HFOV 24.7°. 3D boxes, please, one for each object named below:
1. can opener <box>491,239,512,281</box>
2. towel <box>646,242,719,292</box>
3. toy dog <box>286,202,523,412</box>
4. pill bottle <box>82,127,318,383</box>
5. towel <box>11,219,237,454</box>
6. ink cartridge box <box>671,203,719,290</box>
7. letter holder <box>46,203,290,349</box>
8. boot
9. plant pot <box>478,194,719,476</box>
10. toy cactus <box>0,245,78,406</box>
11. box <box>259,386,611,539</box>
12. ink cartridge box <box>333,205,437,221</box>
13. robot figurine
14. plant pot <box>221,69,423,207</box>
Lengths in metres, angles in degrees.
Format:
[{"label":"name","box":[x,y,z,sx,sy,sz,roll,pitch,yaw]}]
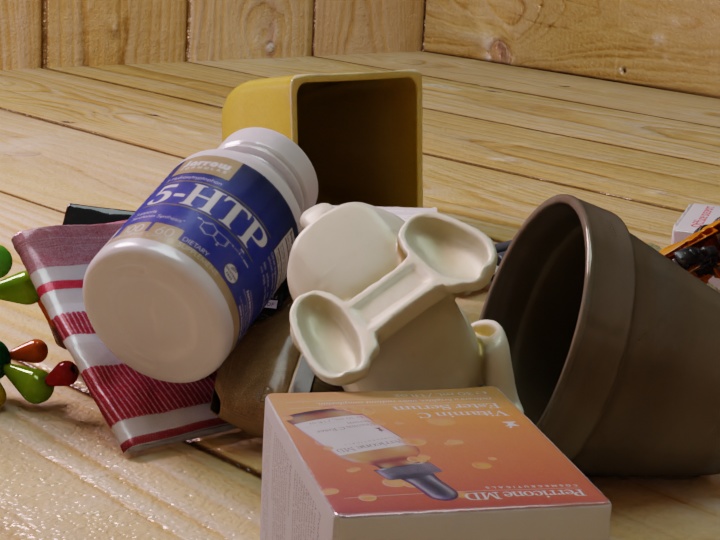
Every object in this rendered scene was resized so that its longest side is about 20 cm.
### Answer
[{"label":"can opener","box":[0.141,-0.023,1.734,0.053,0.068,0.199,14,17,36]},{"label":"towel","box":[0.255,0.035,1.481,0.147,0.037,0.200,-15,30,-24]},{"label":"toy dog","box":[0.022,0.063,1.118,0.139,0.201,0.193,-42,46,-17]},{"label":"pill bottle","box":[-0.111,-0.020,1.233,0.119,0.121,0.200,8,37,21]},{"label":"towel","box":[-0.163,0.041,1.248,0.143,0.023,0.201,-9,57,-41]},{"label":"ink cartridge box","box":[0.428,-0.008,1.698,0.198,0.087,0.147,6,14,19]},{"label":"letter holder","box":[-0.151,0.032,1.386,0.198,0.101,0.143,6,-29,3]},{"label":"boot","box":[-0.061,0.046,1.250,0.075,0.074,0.201,14,40,3]},{"label":"plant pot","box":[0.190,0.065,1.169,0.172,0.202,0.200,16,10,-14]},{"label":"toy cactus","box":[-0.318,0.038,1.270,0.165,0.200,0.102,-38,11,38]},{"label":"box","box":[0.034,0.146,0.921,0.151,0.108,0.200,0,13,-14]},{"label":"ink cartridge box","box":[0.000,0.000,1.563,0.159,0.051,0.200,2,26,-2]},{"label":"robot figurine","box":[0.271,0.005,1.390,0.199,0.059,0.145,-26,-5,-30]},{"label":"plant pot","box":[-0.061,-0.138,1.932,0.194,0.196,0.199,-8,12,-38]}]
